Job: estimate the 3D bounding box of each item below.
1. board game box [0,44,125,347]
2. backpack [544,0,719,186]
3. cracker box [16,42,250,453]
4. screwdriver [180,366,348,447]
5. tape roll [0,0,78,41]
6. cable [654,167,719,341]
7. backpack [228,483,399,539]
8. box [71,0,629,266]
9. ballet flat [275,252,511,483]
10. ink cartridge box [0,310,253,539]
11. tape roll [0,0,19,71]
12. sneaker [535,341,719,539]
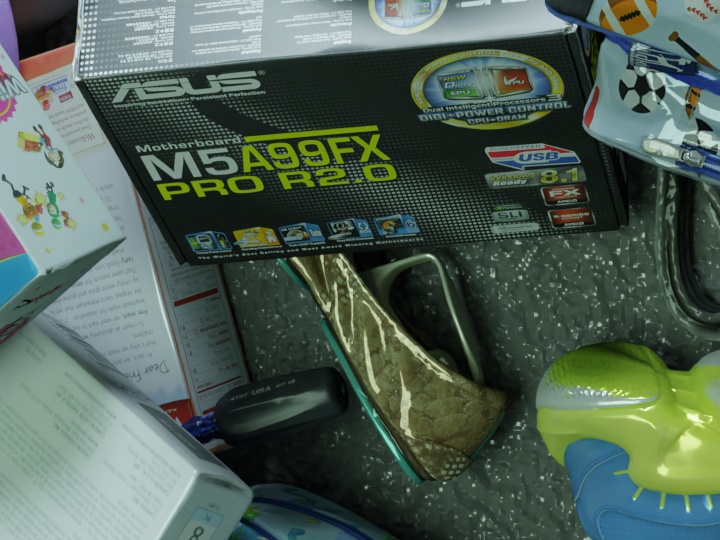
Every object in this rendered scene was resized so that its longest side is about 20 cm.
[{"bbox_3d":[-0.215,-0.051,1.208,0.147,0.064,0.200,-39,83,34],"label":"board game box"},{"bbox_3d":[0.175,-0.097,0.973,0.190,0.200,0.155,16,116,20],"label":"backpack"},{"bbox_3d":[-0.137,-0.001,1.321,0.133,0.058,0.201,-13,92,32],"label":"cracker box"},{"bbox_3d":[-0.097,0.083,1.260,0.199,0.028,0.029,-21,62,16],"label":"screwdriver"},{"bbox_3d":[-0.207,-0.203,1.320,0.199,0.066,0.201,8,105,31],"label":"tape roll"},{"bbox_3d":[0.128,-0.071,1.141,0.097,0.050,0.201,12,105,27],"label":"cable"},{"bbox_3d":[-0.025,0.182,1.252,0.200,0.153,0.164,46,126,37],"label":"backpack"},{"bbox_3d":[0.001,-0.063,1.128,0.199,0.160,0.044,-5,62,11],"label":"box"},{"bbox_3d":[0.000,0.000,1.241,0.065,0.071,0.200,-36,82,6],"label":"ballet flat"},{"bbox_3d":[-0.156,0.135,1.236,0.160,0.047,0.201,37,98,39],"label":"ink cartridge box"},{"bbox_3d":[-0.256,-0.100,1.296,0.199,0.066,0.201,9,108,30],"label":"tape roll"},{"bbox_3d":[0.169,0.088,1.147,0.199,0.076,0.106,8,119,35],"label":"sneaker"}]
